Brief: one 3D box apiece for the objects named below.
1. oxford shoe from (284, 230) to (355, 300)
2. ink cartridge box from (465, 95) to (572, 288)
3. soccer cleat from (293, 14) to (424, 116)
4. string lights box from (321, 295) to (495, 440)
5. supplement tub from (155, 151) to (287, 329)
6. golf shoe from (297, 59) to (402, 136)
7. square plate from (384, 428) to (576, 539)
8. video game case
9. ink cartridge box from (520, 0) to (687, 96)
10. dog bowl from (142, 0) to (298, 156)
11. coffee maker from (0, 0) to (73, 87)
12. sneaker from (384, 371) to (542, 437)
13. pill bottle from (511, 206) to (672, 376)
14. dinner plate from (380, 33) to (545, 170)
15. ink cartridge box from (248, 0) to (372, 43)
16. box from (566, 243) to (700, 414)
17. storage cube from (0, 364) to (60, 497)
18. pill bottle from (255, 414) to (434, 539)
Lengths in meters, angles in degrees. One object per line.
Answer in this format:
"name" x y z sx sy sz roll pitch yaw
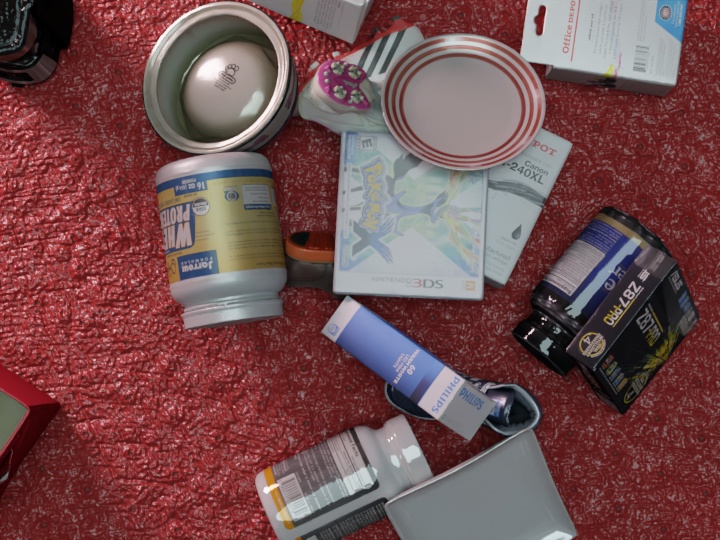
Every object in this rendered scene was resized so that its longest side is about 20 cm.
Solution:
"oxford shoe" 0.000 0.000 1.648 0.200 0.071 0.073 9 117 -5
"ink cartridge box" 0.156 -0.099 1.637 0.145 0.083 0.200 26 86 3
"soccer cleat" 0.000 -0.242 1.656 0.200 0.069 0.085 -33 83 -8
"string lights box" 0.057 0.115 1.566 0.200 0.103 0.059 35 88 34
"supplement tub" -0.168 -0.035 1.598 0.144 0.145 0.200 -9 86 -1
"golf shoe" 0.012 -0.196 1.626 0.200 0.092 0.075 22 56 -30
"square plate" 0.147 0.300 1.594 0.200 0.028 0.198 -28 122 -3
"video game case" 0.062 -0.067 1.584 0.182 0.022 0.200 3 84 3
"ink cartridge box" 0.304 -0.298 1.662 0.200 0.068 0.115 9 86 -1
"dog bowl" -0.166 -0.228 1.622 0.200 0.074 0.200 -5 75 19
"coffee maker" -0.418 -0.333 1.589 0.135 0.200 0.192 31 88 -1
"sneaker" 0.129 0.159 1.605 0.200 0.109 0.070 13 85 0
"pill bottle" 0.283 0.028 1.616 0.112 0.112 0.200 40 86 2
"dinner plate" 0.124 -0.202 1.587 0.200 0.024 0.200 1 61 -1
"ink cartridge box" -0.068 -0.392 1.634 0.200 0.083 0.145 23 61 1
"box" 0.331 0.076 1.573 0.049 0.200 0.161 34 84 30
"storage cube" -0.489 0.189 1.561 0.200 0.180 0.171 32 86 1
"pill bottle" -0.018 0.260 1.594 0.200 0.116 0.116 -25 86 -3
